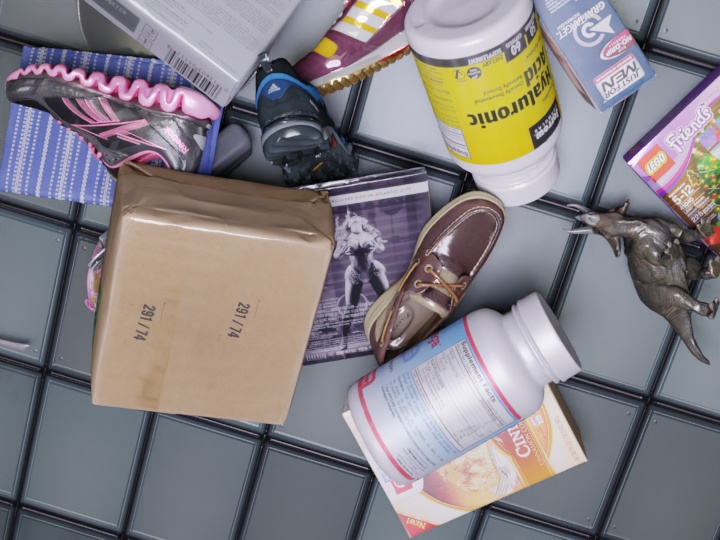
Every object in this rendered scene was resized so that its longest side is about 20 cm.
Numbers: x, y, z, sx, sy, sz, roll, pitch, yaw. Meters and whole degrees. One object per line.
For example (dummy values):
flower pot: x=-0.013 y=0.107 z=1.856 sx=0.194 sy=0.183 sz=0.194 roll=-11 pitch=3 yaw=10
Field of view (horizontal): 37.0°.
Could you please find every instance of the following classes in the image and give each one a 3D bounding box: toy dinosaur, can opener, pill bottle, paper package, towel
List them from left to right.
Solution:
towel: x=-0.232 y=-0.131 z=1.012 sx=0.198 sy=0.024 sz=0.146 roll=8 pitch=84 yaw=5
can opener: x=-0.175 y=-0.055 z=1.036 sx=0.200 sy=0.053 sz=0.067 roll=-41 pitch=88 yaw=-11
paper package: x=-0.136 y=0.022 z=0.959 sx=0.189 sy=0.104 sz=0.201 roll=8 pitch=120 yaw=-13
pill bottle: x=0.096 y=0.104 z=0.989 sx=0.199 sy=0.109 sz=0.109 roll=-32 pitch=100 yaw=12
pill bottle: x=0.118 y=-0.156 z=0.959 sx=0.111 sy=0.112 sz=0.201 roll=-17 pitch=134 yaw=10
toy dinosaur: x=0.293 y=-0.001 z=1.037 sx=0.077 sy=0.102 sz=0.200 roll=-46 pitch=112 yaw=-20

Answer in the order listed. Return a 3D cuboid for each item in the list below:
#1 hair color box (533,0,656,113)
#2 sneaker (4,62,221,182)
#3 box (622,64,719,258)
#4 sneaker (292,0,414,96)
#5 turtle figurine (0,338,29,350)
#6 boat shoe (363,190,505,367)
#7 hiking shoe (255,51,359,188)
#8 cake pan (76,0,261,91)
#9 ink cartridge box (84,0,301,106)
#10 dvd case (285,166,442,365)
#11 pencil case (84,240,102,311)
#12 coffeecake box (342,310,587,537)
hair color box: x=0.179 y=-0.243 z=0.964 sx=0.060 sy=0.100 sz=0.200 roll=-34 pitch=99 yaw=12
sneaker: x=-0.229 y=-0.130 z=0.969 sx=0.198 sy=0.079 sz=0.096 roll=12 pitch=96 yaw=6
box: x=0.367 y=-0.126 z=1.010 sx=0.137 sy=0.039 sz=0.200 roll=43 pitch=105 yaw=-6
sneaker: x=0.006 y=-0.235 z=1.004 sx=0.199 sy=0.075 sz=0.091 roll=-26 pitch=93 yaw=6
turtle figurine: x=-0.482 y=0.041 z=1.085 sx=0.193 sy=0.144 sz=0.201 roll=-23 pitch=99 yaw=15
boat shoe: x=0.072 y=0.017 z=1.016 sx=0.072 sy=0.072 sz=0.200 roll=29 pitch=117 yaw=-22
hiking shoe: x=-0.048 y=-0.131 z=0.979 sx=0.074 sy=0.200 sz=0.087 roll=-14 pitch=81 yaw=3
cake pan: x=-0.180 y=-0.251 z=1.029 sx=0.199 sy=0.037 sz=0.202 roll=1 pitch=105 yaw=5
ink cartridge box: x=-0.132 y=-0.268 z=0.969 sx=0.162 sy=0.201 sz=0.057 roll=37 pitch=143 yaw=-9
dvd case: x=0.000 y=0.000 z=1.052 sx=0.148 sy=0.016 sz=0.201 roll=-9 pitch=124 yaw=-1
pencil case: x=-0.172 y=0.012 z=1.078 sx=0.198 sy=0.087 sz=0.083 roll=5 pitch=127 yaw=5
coffeecake box: x=0.105 y=0.156 z=1.095 sx=0.199 sy=0.073 sz=0.154 roll=-27 pitch=101 yaw=12
